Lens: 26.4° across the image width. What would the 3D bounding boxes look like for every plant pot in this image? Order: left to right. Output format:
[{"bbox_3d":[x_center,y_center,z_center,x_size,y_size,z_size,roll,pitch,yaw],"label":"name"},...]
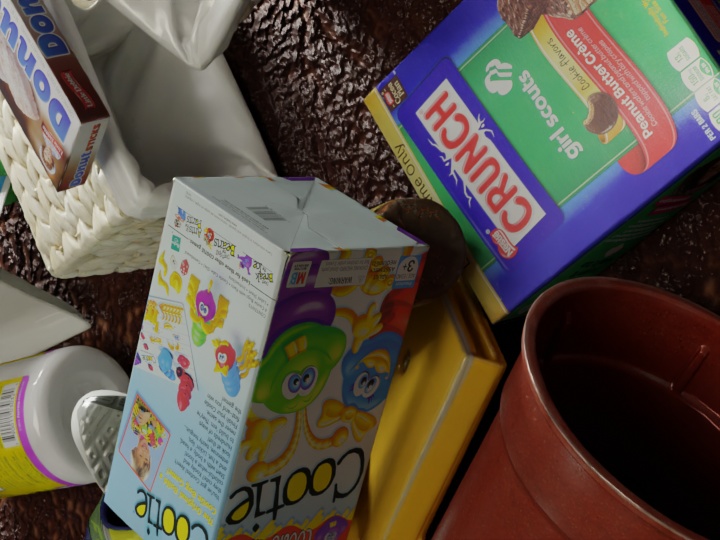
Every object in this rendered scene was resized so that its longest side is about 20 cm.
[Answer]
[{"bbox_3d":[0.132,0.142,0.832,0.201,0.201,0.195,48,128,26],"label":"plant pot"}]

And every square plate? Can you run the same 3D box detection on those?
[{"bbox_3d":[-0.345,0.024,1.205,0.198,0.200,0.028,-24,49,36],"label":"square plate"}]

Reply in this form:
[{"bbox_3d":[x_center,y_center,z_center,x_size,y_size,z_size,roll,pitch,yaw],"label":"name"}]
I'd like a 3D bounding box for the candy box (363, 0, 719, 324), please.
[{"bbox_3d":[0.120,-0.094,0.888,0.200,0.077,0.169,-43,68,34],"label":"candy box"}]

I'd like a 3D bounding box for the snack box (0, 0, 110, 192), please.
[{"bbox_3d":[-0.221,-0.150,0.984,0.200,0.024,0.072,58,143,19],"label":"snack box"}]

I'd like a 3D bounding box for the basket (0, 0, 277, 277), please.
[{"bbox_3d":[-0.171,-0.106,1.074,0.123,0.135,0.200,-36,71,38],"label":"basket"}]

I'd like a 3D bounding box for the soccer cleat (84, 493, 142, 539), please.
[{"bbox_3d":[-0.126,0.212,1.108,0.200,0.065,0.084,18,102,36],"label":"soccer cleat"}]

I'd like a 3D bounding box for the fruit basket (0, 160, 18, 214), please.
[{"bbox_3d":[-0.335,-0.116,1.185,0.200,0.094,0.185,4,56,18],"label":"fruit basket"}]

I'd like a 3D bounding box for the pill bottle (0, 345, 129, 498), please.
[{"bbox_3d":[-0.273,0.123,1.193,0.200,0.104,0.104,-14,84,38],"label":"pill bottle"}]

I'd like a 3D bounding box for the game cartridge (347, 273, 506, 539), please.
[{"bbox_3d":[0.022,0.101,0.943,0.176,0.032,0.200,-107,36,-65],"label":"game cartridge"}]

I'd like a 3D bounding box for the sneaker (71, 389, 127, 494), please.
[{"bbox_3d":[-0.134,0.140,1.041,0.087,0.200,0.075,26,73,45],"label":"sneaker"}]

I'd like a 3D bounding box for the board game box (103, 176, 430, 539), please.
[{"bbox_3d":[-0.055,0.060,0.847,0.105,0.103,0.200,33,116,42],"label":"board game box"}]

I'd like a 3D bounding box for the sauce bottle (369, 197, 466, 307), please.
[{"bbox_3d":[0.000,0.000,0.952,0.200,0.066,0.066,157,104,-70],"label":"sauce bottle"}]

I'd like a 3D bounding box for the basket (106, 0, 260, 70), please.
[{"bbox_3d":[-0.127,-0.254,0.988,0.200,0.123,0.136,39,143,1],"label":"basket"}]
